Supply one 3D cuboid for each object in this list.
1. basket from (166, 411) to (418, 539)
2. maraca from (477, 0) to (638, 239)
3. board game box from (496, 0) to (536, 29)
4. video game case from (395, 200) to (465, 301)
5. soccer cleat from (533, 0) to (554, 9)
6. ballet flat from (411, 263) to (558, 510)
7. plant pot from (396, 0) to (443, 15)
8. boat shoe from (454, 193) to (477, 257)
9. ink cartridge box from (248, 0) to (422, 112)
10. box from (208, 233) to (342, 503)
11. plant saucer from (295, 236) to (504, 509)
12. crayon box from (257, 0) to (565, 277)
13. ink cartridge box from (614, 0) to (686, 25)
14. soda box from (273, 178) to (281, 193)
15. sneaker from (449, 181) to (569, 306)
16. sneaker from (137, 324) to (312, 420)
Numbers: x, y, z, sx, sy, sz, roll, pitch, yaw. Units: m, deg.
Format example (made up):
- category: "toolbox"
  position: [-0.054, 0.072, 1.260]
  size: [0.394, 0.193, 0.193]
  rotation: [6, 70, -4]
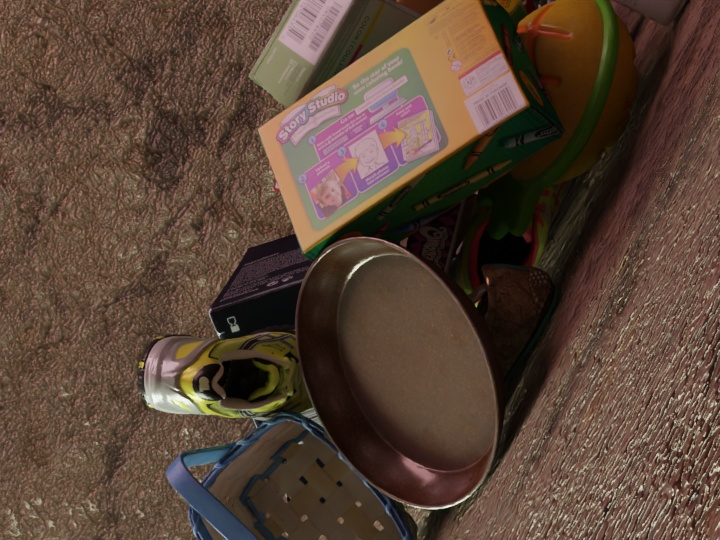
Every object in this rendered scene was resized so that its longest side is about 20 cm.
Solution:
- category: "basket"
  position: [-0.049, 0.189, 1.452]
  size: [0.139, 0.176, 0.200]
  rotation: [-47, -8, 16]
- category: "maraca"
  position: [0.138, -0.115, 1.464]
  size: [0.137, 0.107, 0.200]
  rotation: [-101, 33, -54]
- category: "board game box"
  position: [0.077, -0.134, 1.534]
  size: [0.200, 0.030, 0.096]
  rotation: [-54, -23, -5]
- category: "video game case"
  position: [0.046, 0.019, 1.508]
  size: [0.181, 0.036, 0.200]
  rotation: [-73, -4, -47]
- category: "soccer cleat"
  position: [0.174, -0.149, 1.634]
  size: [0.070, 0.086, 0.200]
  rotation: [-160, 71, -80]
- category: "ballet flat"
  position: [0.073, 0.079, 1.423]
  size: [0.071, 0.065, 0.200]
  rotation: [-98, 32, -74]
- category: "plant pot"
  position: [0.063, -0.182, 1.723]
  size: [0.200, 0.140, 0.200]
  rotation: [-56, 12, 18]
- category: "boat shoe"
  position: [0.085, 0.007, 1.865]
  size: [0.200, 0.073, 0.065]
  rotation: [-63, -10, -46]
- category: "ink cartridge box"
  position: [0.018, -0.154, 1.524]
  size: [0.200, 0.059, 0.104]
  rotation: [19, -73, -50]
- category: "box"
  position: [-0.030, 0.077, 1.717]
  size: [0.117, 0.197, 0.200]
  rotation: [-19, 13, 11]
- category: "plant saucer"
  position: [0.033, 0.068, 1.374]
  size: [0.034, 0.200, 0.200]
  rotation: [-22, -27, -38]
- category: "crayon box"
  position: [0.032, -0.099, 1.404]
  size: [0.200, 0.058, 0.119]
  rotation: [-33, 56, 18]
- category: "ink cartridge box"
  position: [0.162, -0.275, 1.503]
  size: [0.047, 0.200, 0.160]
  rotation: [-60, 5, 30]
- category: "soda box"
  position: [0.003, -0.078, 1.727]
  size: [0.200, 0.070, 0.063]
  rotation: [23, 101, 58]
- category: "sneaker"
  position: [0.127, -0.053, 1.560]
  size: [0.090, 0.078, 0.200]
  rotation: [-100, 24, -84]
- category: "sneaker"
  position: [-0.070, 0.083, 1.467]
  size: [0.200, 0.076, 0.075]
  rotation: [-6, -79, -45]
